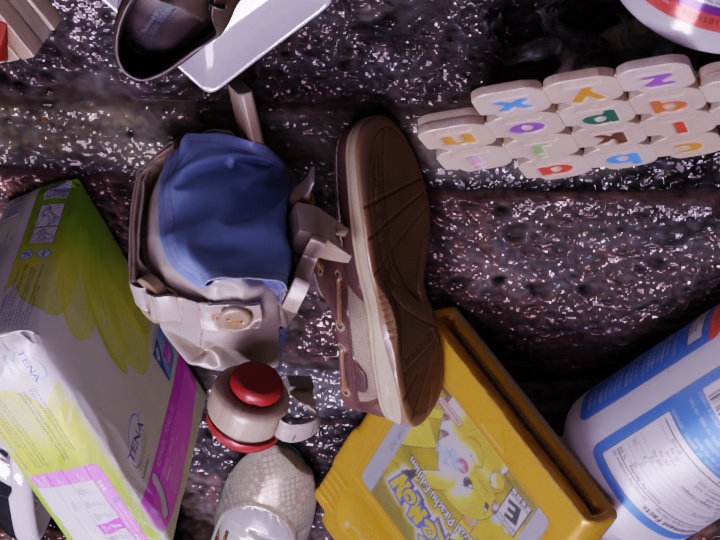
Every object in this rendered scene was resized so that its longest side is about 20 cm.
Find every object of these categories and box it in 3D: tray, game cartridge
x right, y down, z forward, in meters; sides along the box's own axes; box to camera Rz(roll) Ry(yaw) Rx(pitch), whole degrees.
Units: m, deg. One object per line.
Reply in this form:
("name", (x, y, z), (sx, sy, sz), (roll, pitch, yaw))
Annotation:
("tray", (-0.119, -0.195, 1.573), (0.107, 0.022, 0.200), (-33, 118, 32))
("game cartridge", (0.059, 0.152, 1.758), (0.177, 0.032, 0.200), (52, 133, 23))

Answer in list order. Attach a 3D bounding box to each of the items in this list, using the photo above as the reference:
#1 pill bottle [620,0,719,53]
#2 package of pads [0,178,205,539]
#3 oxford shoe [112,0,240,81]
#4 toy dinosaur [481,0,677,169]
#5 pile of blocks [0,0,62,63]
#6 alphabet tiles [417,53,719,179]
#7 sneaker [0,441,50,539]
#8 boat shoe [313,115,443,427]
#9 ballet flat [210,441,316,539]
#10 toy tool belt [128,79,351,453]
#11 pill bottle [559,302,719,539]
("pill bottle", (0.205, -0.218, 1.435), (0.112, 0.113, 0.201), (14, 131, -2))
("package of pads", (-0.173, 0.068, 1.717), (0.068, 0.155, 0.200), (-14, 126, 21))
("oxford shoe", (-0.074, -0.176, 1.513), (0.072, 0.085, 0.200), (27, 127, -11))
("toy dinosaur", (0.121, -0.124, 1.577), (0.088, 0.048, 0.200), (33, 131, -26))
("pile of blocks", (-0.236, -0.186, 1.555), (0.082, 0.062, 0.201), (11, 141, 23))
("alphabet tiles", (0.136, -0.087, 1.549), (0.199, 0.015, 0.196), (-9, 166, 12))
("sneaker", (-0.263, 0.087, 1.811), (0.111, 0.073, 0.201), (3, 122, 11))
("boat shoe", (0.000, 0.000, 1.681), (0.072, 0.072, 0.201), (8, 122, 32))
("ballet flat", (-0.077, 0.202, 1.875), (0.067, 0.063, 0.201), (17, 130, -5))
("toy tool belt", (-0.069, -0.007, 1.611), (0.124, 0.201, 0.123), (3, 134, -18))
("pill bottle", (0.196, 0.104, 1.711), (0.112, 0.113, 0.200), (39, 127, -22))
